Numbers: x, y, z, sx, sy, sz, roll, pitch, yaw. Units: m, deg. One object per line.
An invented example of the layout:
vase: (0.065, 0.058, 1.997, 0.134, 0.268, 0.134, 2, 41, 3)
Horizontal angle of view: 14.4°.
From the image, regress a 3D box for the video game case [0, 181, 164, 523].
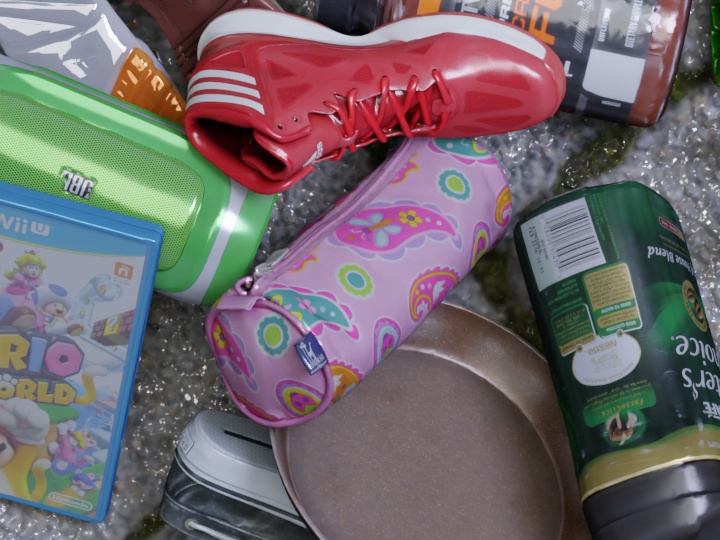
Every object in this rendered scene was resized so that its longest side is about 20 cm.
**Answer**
video game case: (-0.189, 0.040, 1.512, 0.142, 0.018, 0.201, 15, 127, 1)

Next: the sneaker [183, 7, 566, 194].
sneaker: (0.003, -0.075, 1.478, 0.199, 0.116, 0.079, 1, 130, 12)

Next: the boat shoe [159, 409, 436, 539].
boat shoe: (-0.015, 0.140, 1.548, 0.199, 0.072, 0.071, 24, 117, -9)

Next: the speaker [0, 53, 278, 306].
speaker: (-0.147, -0.051, 1.501, 0.199, 0.088, 0.089, 22, 85, -5)

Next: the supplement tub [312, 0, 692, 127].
supplement tub: (0.077, -0.147, 1.549, 0.199, 0.107, 0.108, 11, 85, 0)

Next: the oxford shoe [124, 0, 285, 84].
oxford shoe: (-0.077, -0.147, 1.568, 0.070, 0.075, 0.200, -33, 107, 20)

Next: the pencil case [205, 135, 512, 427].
pencil case: (0.000, 0.000, 1.501, 0.087, 0.087, 0.200, 46, 48, 3)

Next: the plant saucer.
plant saucer: (0.039, 0.104, 1.521, 0.199, 0.035, 0.201, 14, 52, -18)

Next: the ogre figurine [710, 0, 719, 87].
ogre figurine: (0.257, -0.102, 1.553, 0.119, 0.201, 0.099, 1, 130, -11)

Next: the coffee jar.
coffee jar: (0.148, 0.060, 1.509, 0.085, 0.104, 0.201, -20, 69, 19)

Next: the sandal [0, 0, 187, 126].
sandal: (-0.143, -0.106, 1.562, 0.079, 0.059, 0.207, -28, 101, 6)
